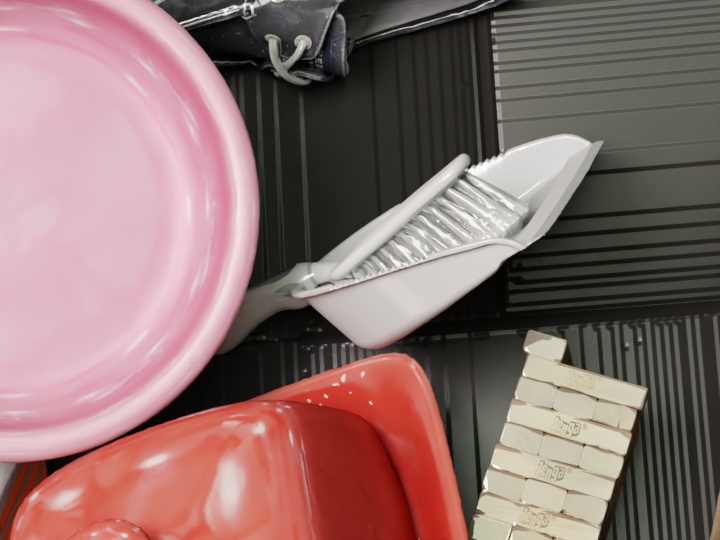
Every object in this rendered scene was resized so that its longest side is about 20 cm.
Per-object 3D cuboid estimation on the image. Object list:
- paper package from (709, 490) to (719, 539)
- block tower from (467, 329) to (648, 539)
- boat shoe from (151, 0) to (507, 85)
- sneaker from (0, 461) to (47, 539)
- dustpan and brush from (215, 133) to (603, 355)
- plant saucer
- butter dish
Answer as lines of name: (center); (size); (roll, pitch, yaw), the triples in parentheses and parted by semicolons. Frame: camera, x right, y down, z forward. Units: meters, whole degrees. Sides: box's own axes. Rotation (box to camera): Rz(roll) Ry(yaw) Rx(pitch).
paper package: (0.212, 0.024, 0.911); (0.103, 0.191, 0.201); (18, 77, 11)
block tower: (0.067, 0.130, 0.972); (0.057, 0.054, 0.201); (15, 78, 10)
boat shoe: (-0.024, -0.116, 1.043); (0.199, 0.072, 0.068); (-17, 72, -5)
sneaker: (-0.218, 0.148, 1.000); (0.111, 0.078, 0.201); (16, 67, 15)
dustpan and brush: (0.000, 0.000, 0.998); (0.200, 0.140, 0.057); (-38, 96, 26)
plant saucer: (-0.142, -0.024, 0.950); (0.199, 0.051, 0.202); (0, 88, -10)
butter dish: (-0.065, 0.132, 0.914); (0.198, 0.148, 0.201); (-22, 62, 21)
